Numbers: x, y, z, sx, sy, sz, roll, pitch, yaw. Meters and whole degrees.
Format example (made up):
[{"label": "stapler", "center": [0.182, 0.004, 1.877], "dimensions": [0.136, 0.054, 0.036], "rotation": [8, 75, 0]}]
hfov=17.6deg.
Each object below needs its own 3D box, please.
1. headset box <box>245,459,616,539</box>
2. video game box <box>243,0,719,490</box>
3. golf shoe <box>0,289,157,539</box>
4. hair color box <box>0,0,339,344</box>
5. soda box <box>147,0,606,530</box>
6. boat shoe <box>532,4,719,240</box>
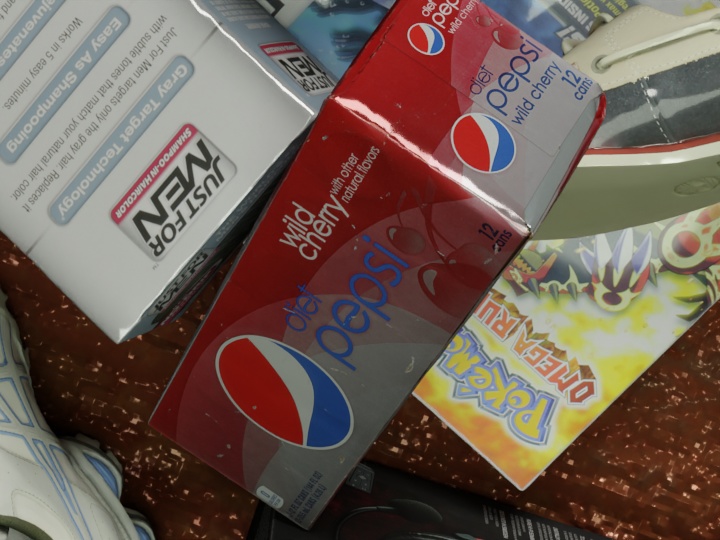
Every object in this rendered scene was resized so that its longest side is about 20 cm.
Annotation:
[{"label": "headset box", "center": [0.052, 0.144, 0.805], "dimensions": [0.199, 0.149, 0.075], "rotation": [18, 108, -5]}, {"label": "video game box", "center": [0.046, -0.054, 0.793], "dimensions": [0.200, 0.047, 0.182], "rotation": [41, 107, -12]}, {"label": "golf shoe", "center": [-0.145, 0.058, 0.805], "dimensions": [0.078, 0.097, 0.200], "rotation": [-38, 103, 14]}, {"label": "hair color box", "center": [-0.108, -0.084, 0.747], "dimensions": [0.200, 0.061, 0.099], "rotation": [44, 105, 6]}, {"label": "soda box", "center": [0.000, 0.000, 0.717], "dimensions": [0.070, 0.064, 0.200], "rotation": [34, 143, 0]}, {"label": "boat shoe", "center": [0.098, -0.054, 0.735], "dimensions": [0.199, 0.071, 0.063], "rotation": [-11, 74, 19]}]
